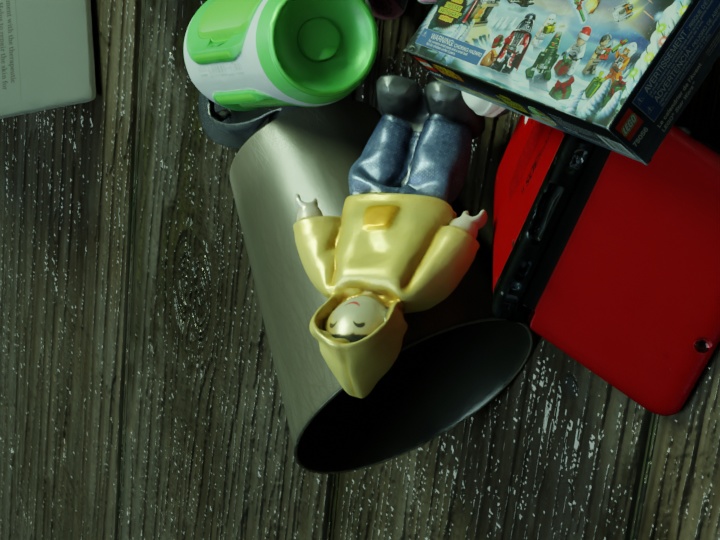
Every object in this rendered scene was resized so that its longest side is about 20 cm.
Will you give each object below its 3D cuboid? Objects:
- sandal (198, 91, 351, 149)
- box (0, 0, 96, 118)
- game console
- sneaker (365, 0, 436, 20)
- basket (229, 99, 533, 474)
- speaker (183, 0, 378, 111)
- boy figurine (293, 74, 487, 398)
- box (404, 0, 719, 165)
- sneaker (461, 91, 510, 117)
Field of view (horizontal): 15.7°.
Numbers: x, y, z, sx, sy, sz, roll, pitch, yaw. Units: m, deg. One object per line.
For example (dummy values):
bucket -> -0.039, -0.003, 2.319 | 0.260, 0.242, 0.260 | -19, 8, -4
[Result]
sandal -> -0.073, -0.130, 1.863 | 0.200, 0.043, 0.077 | -12, 92, 61
box -> -0.336, -0.242, 2.151 | 0.200, 0.171, 0.200 | 31, 128, 53
game console -> 0.158, -0.047, 1.514 | 0.200, 0.118, 0.173 | 112, 166, -47
sneaker -> -0.006, -0.198, 1.685 | 0.200, 0.070, 0.083 | -4, 98, 63
basket -> 0.000, 0.000, 1.700 | 0.180, 0.136, 0.201 | -37, 59, 26
speaker -> -0.055, -0.147, 1.705 | 0.200, 0.088, 0.089 | -172, 71, -71
boy figurine -> 0.011, -0.020, 1.595 | 0.124, 0.201, 0.065 | 11, 154, 20
box -> 0.124, -0.146, 1.424 | 0.137, 0.040, 0.200 | -56, 36, -5
sneaker -> 0.040, -0.183, 1.537 | 0.080, 0.129, 0.200 | -125, 33, -54
